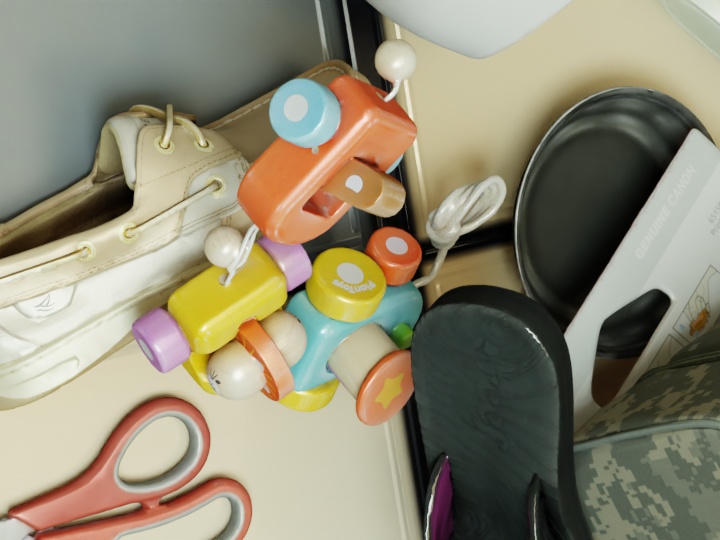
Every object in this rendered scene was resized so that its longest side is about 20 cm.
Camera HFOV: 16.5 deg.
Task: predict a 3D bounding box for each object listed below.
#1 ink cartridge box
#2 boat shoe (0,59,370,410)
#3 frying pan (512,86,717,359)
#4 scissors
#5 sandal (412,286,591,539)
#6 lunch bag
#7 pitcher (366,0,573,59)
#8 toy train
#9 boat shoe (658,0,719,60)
[{"bbox_3d":[0.147,0.071,1.047,0.174,0.044,0.200,39,68,-14],"label":"ink cartridge box"},{"bbox_3d":[-0.078,-0.028,0.948,0.200,0.074,0.069,-37,115,-15],"label":"boat shoe"},{"bbox_3d":[0.098,0.016,1.045,0.115,0.031,0.190,17,88,-33],"label":"frying pan"},{"bbox_3d":[-0.136,0.111,0.970,0.200,0.014,0.073,-22,106,-21],"label":"scissors"},{"bbox_3d":[0.050,0.103,0.935,0.048,0.075,0.201,-47,132,-50],"label":"sandal"},{"bbox_3d":[0.196,0.099,0.972,0.168,0.139,0.200,-33,96,-36],"label":"lunch bag"},{"bbox_3d":[-0.004,-0.168,0.953,0.171,0.121,0.200,-38,99,7],"label":"pitcher"},{"bbox_3d":[0.000,0.000,0.925,0.150,0.056,0.200,-44,156,8],"label":"toy train"},{"bbox_3d":[0.219,-0.084,1.071,0.202,0.072,0.060,36,86,-19],"label":"boat shoe"}]
